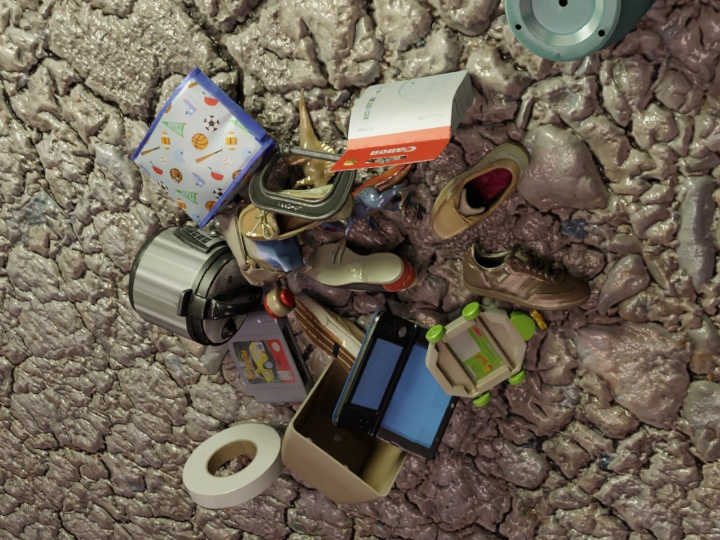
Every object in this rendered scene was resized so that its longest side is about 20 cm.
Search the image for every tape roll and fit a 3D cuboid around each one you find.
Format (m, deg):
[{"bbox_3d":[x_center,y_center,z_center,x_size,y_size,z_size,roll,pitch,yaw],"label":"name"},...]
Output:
[{"bbox_3d":[-0.239,0.367,1.847,0.200,0.203,0.037,-5,120,27],"label":"tape roll"}]

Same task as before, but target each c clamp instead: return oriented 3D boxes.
[{"bbox_3d":[-0.068,-0.150,1.448,0.197,0.173,0.027,7,158,27],"label":"c clamp"}]

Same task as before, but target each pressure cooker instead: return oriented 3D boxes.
[{"bbox_3d":[-0.267,0.031,1.649,0.198,0.177,0.180,20,148,24],"label":"pressure cooker"}]

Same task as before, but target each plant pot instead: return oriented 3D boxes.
[{"bbox_3d":[-0.030,0.293,1.718,0.199,0.200,0.177,37,140,-2],"label":"plant pot"},{"bbox_3d":[0.255,-0.345,1.161,0.197,0.188,0.202,12,125,18],"label":"plant pot"}]

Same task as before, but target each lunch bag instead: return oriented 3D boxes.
[{"bbox_3d":[-0.236,-0.198,1.528,0.170,0.124,0.200,42,136,-3],"label":"lunch bag"}]

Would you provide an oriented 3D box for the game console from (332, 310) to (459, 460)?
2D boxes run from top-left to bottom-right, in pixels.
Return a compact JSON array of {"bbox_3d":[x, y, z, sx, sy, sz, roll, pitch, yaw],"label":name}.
[{"bbox_3d":[0.072,0.188,1.585,0.117,0.170,0.202,22,88,35],"label":"game console"}]

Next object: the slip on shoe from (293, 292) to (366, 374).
[{"bbox_3d":[-0.035,0.106,1.676,0.200,0.060,0.076,41,144,19],"label":"slip on shoe"}]

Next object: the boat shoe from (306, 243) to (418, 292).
[{"bbox_3d":[0.000,0.000,1.584,0.198,0.072,0.062,4,166,35],"label":"boat shoe"}]

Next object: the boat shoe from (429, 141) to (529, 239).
[{"bbox_3d":[0.164,-0.108,1.435,0.074,0.067,0.200,40,129,-4],"label":"boat shoe"}]

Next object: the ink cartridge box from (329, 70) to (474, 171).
[{"bbox_3d":[0.055,-0.205,1.336,0.158,0.201,0.048,-4,121,26],"label":"ink cartridge box"}]

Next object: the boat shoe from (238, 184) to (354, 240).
[{"bbox_3d":[-0.108,-0.089,1.483,0.198,0.063,0.074,-15,94,25],"label":"boat shoe"}]

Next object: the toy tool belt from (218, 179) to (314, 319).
[{"bbox_3d":[-0.136,-0.034,1.583,0.122,0.125,0.202,-30,86,29],"label":"toy tool belt"}]

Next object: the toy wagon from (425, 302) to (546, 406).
[{"bbox_3d":[0.204,0.122,1.559,0.199,0.040,0.156,-33,111,11],"label":"toy wagon"}]

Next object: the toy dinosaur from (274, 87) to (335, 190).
[{"bbox_3d":[-0.083,-0.174,1.522,0.100,0.058,0.203,-14,95,26],"label":"toy dinosaur"}]

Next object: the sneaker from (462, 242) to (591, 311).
[{"bbox_3d":[0.247,0.007,1.469,0.197,0.071,0.076,7,123,20],"label":"sneaker"}]

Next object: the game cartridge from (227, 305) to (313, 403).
[{"bbox_3d":[-0.171,0.158,1.786,0.132,0.041,0.202,-4,119,32],"label":"game cartridge"}]

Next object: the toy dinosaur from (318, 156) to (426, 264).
[{"bbox_3d":[0.010,-0.105,1.528,0.179,0.105,0.203,10,91,30],"label":"toy dinosaur"}]
